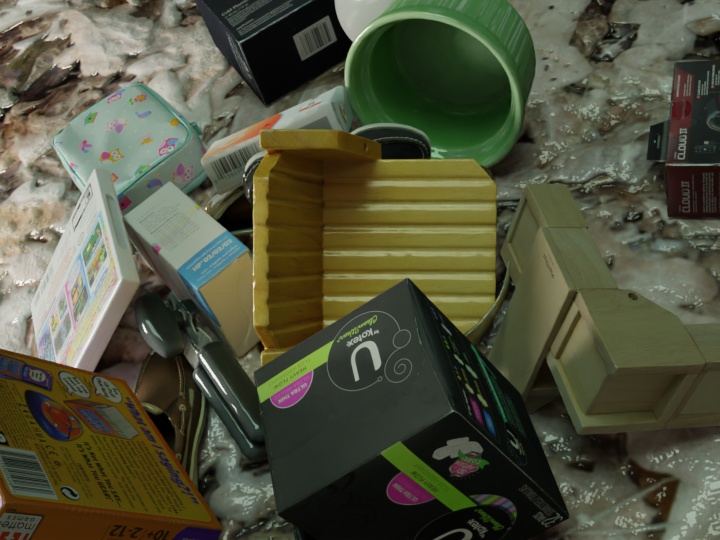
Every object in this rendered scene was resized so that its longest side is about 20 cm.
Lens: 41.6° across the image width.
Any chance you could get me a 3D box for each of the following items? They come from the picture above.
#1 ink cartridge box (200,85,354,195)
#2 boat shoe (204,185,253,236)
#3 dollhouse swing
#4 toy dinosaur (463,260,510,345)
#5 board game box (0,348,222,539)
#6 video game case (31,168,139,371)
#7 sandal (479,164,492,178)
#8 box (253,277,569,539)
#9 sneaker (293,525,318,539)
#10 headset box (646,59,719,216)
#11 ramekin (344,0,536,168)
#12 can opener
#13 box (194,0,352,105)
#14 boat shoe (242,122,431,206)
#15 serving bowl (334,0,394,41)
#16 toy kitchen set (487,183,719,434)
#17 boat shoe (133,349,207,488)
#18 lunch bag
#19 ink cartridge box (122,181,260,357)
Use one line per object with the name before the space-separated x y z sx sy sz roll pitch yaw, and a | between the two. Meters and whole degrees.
ink cartridge box | -0.083 -0.168 1.076 0.160 0.051 0.201 -22 24 14
boat shoe | -0.079 -0.081 1.039 0.198 0.075 0.069 -21 25 17
dollhouse swing | 0.021 -0.017 0.838 0.173 0.181 0.204 2 92 19
toy dinosaur | 0.070 0.086 0.825 0.199 0.102 0.058 -33 51 -4
board game box | -0.273 0.204 0.746 0.200 0.199 0.201 42 102 41
video game case | -0.293 0.025 0.991 0.201 0.023 0.183 -56 40 26
sandal | 0.052 -0.065 0.996 0.198 0.055 0.081 -18 21 28
box | 0.039 0.132 0.712 0.147 0.200 0.125 -32 45 15
sneaker | -0.024 0.188 0.793 0.074 0.079 0.202 -18 47 4
headset box | 0.378 -0.129 0.910 0.197 0.075 0.150 1 51 22
ramekin | 0.091 -0.210 1.012 0.197 0.202 0.098 7 46 26
can opener | -0.149 0.099 0.909 0.066 0.053 0.200 -21 54 -37
box | -0.095 -0.347 1.258 0.198 0.105 0.183 -32 48 -7
boat shoe | -0.022 -0.100 0.963 0.196 0.075 0.061 -7 27 -2
serving bowl | 0.065 -0.291 1.102 0.197 0.200 0.067 -2 72 20
toy kitchen set | 0.222 0.055 0.810 0.177 0.165 0.202 0 45 -16
boat shoe | -0.188 0.143 0.896 0.074 0.075 0.204 -19 47 4
lunch bag | -0.278 -0.143 1.174 0.160 0.078 0.200 -36 48 -13
ink cartridge box | -0.175 -0.012 0.996 0.068 0.116 0.199 -39 49 -16
